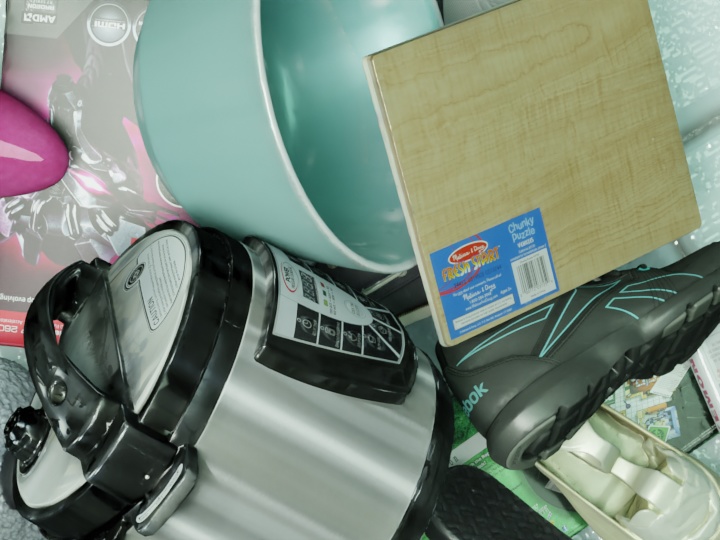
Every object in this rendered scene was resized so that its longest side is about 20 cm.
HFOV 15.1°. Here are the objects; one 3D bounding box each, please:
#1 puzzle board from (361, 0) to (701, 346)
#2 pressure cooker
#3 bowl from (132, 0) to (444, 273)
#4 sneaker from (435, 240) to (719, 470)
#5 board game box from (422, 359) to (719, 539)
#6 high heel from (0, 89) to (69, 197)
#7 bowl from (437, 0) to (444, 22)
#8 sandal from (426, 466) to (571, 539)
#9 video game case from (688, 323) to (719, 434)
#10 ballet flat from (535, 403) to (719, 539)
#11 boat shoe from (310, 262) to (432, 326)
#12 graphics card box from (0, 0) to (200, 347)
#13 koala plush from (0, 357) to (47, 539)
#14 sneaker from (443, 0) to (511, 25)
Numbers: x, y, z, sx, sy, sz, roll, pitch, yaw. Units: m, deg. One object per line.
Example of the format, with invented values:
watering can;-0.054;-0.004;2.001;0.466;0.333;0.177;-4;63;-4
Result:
puzzle board;0.091;-0.064;1.400;0.199;0.017;0.152;-24;104;-38
pressure cooker;-0.076;0.076;1.313;0.199;0.176;0.180;30;65;-22
bowl;-0.041;-0.090;1.362;0.104;0.200;0.202;-10;85;28
sneaker;0.126;0.025;1.433;0.199;0.076;0.079;-30;65;-33
board game box;0.097;0.099;1.510;0.199;0.023;0.105;-34;91;-7
high heel;-0.244;-0.095;1.388;0.199;0.096;0.068;26;77;2
bowl;-0.023;-0.146;1.513;0.199;0.039;0.202;0;85;-5
sandal;0.111;0.185;1.462;0.200;0.045;0.075;40;43;11
video game case;0.290;0.055;1.520;0.199;0.023;0.183;-23;87;-13
ballet flat;0.139;0.109;1.469;0.199;0.069;0.070;34;83;-1
boat shoe;0.000;0.000;1.432;0.199;0.073;0.063;-20;114;3
graphics card box;-0.134;-0.053;1.464;0.125;0.051;0.202;7;98;2
koala plush;-0.196;0.138;1.406;0.176;0.184;0.202;-4;83;-25
sneaker;0.105;-0.122;1.485;0.111;0.073;0.201;-9;112;-39
